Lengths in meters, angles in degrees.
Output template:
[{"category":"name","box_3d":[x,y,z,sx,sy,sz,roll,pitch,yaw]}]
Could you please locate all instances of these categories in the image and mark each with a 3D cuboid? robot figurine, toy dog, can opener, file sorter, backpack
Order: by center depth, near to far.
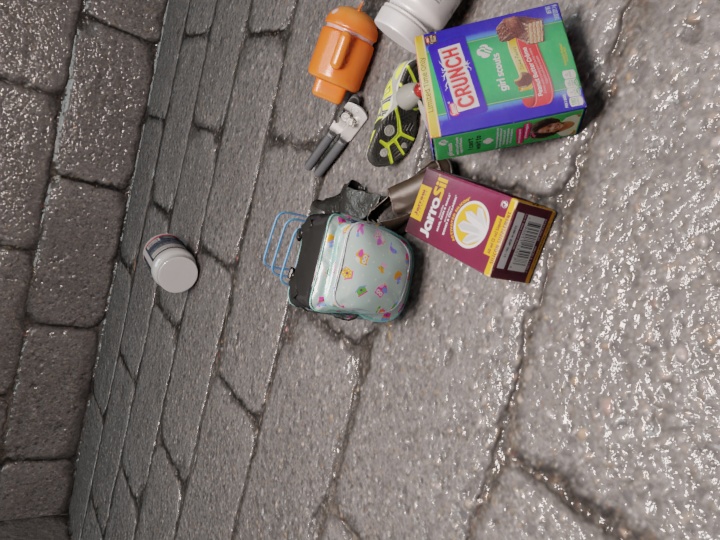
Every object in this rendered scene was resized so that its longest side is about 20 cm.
[{"category":"toy dog","box_3d":[0.146,-0.281,0.936,0.132,0.096,0.200,-53,30,12]},{"category":"backpack","box_3d":[0.000,0.000,0.978,0.153,0.200,0.176,6,84,49]},{"category":"file sorter","box_3d":[-0.097,-0.024,1.178,0.200,0.122,0.139,38,113,51]},{"category":"robot figurine","box_3d":[-0.036,-0.447,1.189,0.116,0.144,0.201,32,108,31]},{"category":"can opener","box_3d":[-0.050,-0.283,1.242,0.200,0.053,0.067,-47,13,36]}]

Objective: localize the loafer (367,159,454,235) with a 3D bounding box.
[{"category":"loafer","box_3d":[0.082,-0.120,0.993,0.200,0.071,0.073,-43,50,41]}]

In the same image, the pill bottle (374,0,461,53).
[{"category":"pill bottle","box_3d":[0.116,-0.470,0.951,0.200,0.113,0.113,-55,41,10]}]

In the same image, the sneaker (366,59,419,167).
[{"category":"sneaker","box_3d":[0.066,-0.285,1.064,0.201,0.075,0.076,-64,27,9]}]

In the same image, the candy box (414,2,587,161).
[{"category":"candy box","box_3d":[0.182,-0.254,0.789,0.199,0.077,0.170,-10,70,10]}]

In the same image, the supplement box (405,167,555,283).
[{"category":"supplement box","box_3d":[0.168,-0.071,0.852,0.200,0.085,0.111,35,111,52]}]

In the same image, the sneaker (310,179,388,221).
[{"category":"sneaker","box_3d":[-0.025,-0.135,1.159,0.200,0.060,0.105,36,113,45]}]

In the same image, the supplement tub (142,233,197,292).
[{"category":"supplement tub","box_3d":[-0.614,-0.025,1.874,0.200,0.140,0.141,39,114,50]}]
